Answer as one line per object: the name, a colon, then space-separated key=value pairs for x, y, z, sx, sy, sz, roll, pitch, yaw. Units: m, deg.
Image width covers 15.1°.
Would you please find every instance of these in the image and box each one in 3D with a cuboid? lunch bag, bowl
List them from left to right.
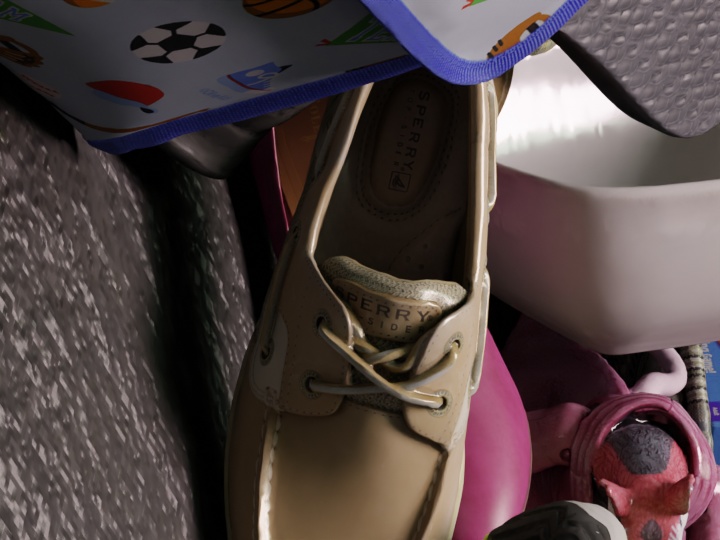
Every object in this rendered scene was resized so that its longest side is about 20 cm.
lunch bag: x=-0.020 y=-0.118 z=0.684 sx=0.170 sy=0.200 sz=0.124 roll=40 pitch=39 yaw=-63
bowl: x=0.111 y=-0.029 z=0.992 sx=0.200 sy=0.200 sz=0.075 roll=32 pitch=-55 yaw=59

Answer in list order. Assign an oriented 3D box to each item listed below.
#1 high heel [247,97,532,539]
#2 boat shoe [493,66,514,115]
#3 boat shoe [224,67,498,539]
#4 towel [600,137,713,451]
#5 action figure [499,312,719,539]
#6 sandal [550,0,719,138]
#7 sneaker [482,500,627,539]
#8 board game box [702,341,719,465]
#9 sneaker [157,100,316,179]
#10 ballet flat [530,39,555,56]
high heel: x=0.000 y=0.000 z=0.855 sx=0.096 sy=0.067 sz=0.200 roll=70 pitch=-3 yaw=-48
boat shoe: x=0.033 y=-0.119 z=0.974 sx=0.063 sy=0.073 sz=0.201 roll=19 pitch=37 yaw=-28
boat shoe: x=0.003 y=0.018 z=0.790 sx=0.065 sy=0.072 sz=0.200 roll=103 pitch=-1 yaw=-76
towel: x=0.118 y=0.069 z=1.144 sx=0.193 sy=0.035 sz=0.200 roll=91 pitch=-3 yaw=-66
action figure: x=0.097 y=0.075 z=0.948 sx=0.149 sy=0.134 sz=0.200 roll=-60 pitch=-178 yaw=-11
sandal: x=0.064 y=-0.110 z=0.874 sx=0.043 sy=0.076 sz=0.200 roll=31 pitch=-13 yaw=44
sneaker: x=0.053 y=0.165 z=0.792 sx=0.075 sy=0.076 sz=0.200 roll=22 pitch=-76 yaw=62
board game box: x=0.158 y=0.109 z=1.180 sx=0.152 sy=0.045 sz=0.200 roll=-93 pitch=-179 yaw=-60
sneaker: x=-0.027 y=-0.125 z=0.836 sx=0.076 sy=0.091 sz=0.200 roll=27 pitch=46 yaw=-44
ballet flat: x=0.040 y=-0.145 z=1.095 sx=0.071 sy=0.071 sz=0.200 roll=63 pitch=-2 yaw=-35
